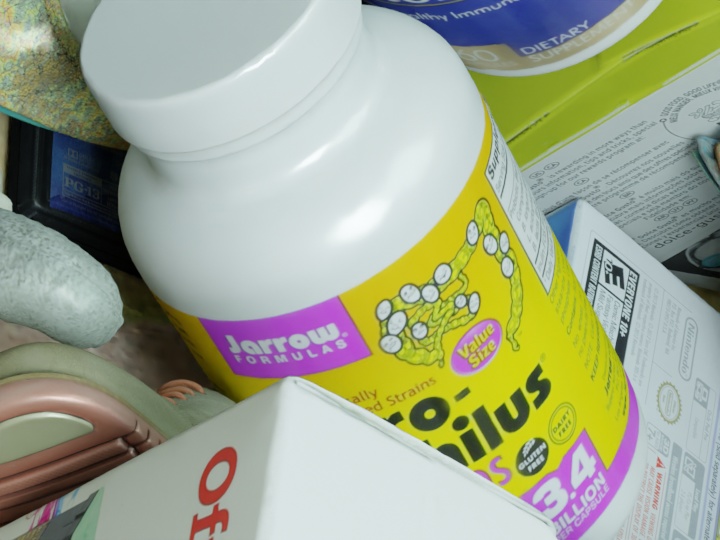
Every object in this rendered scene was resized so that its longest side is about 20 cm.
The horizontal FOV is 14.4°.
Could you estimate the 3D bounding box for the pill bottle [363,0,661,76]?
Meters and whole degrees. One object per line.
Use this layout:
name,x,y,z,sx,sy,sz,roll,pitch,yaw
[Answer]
pill bottle,0.014,-0.139,0.806,0.200,0.115,0.116,31,45,-58

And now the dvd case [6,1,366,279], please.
dvd case,-0.046,-0.081,0.894,0.142,0.018,0.201,23,54,-36

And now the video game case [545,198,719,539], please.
video game case,0.103,0.107,0.922,0.181,0.045,0.201,38,46,-25

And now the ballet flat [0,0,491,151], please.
ballet flat,-0.040,-0.063,0.826,0.199,0.071,0.071,22,54,-37

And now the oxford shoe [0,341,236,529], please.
oxford shoe,-0.058,0.059,0.729,0.200,0.070,0.074,62,15,-59

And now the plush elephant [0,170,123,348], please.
plush elephant,-0.127,-0.024,0.686,0.155,0.199,0.165,56,49,-41

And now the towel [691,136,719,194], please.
towel,0.193,0.044,0.902,0.146,0.022,0.200,24,28,-52

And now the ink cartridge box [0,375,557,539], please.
ink cartridge box,-0.057,0.130,0.623,0.084,0.200,0.146,32,48,-31

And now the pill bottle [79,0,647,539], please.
pill bottle,0.000,0.000,0.784,0.200,0.104,0.105,59,35,-38

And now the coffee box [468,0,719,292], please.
coffee box,0.141,-0.128,0.975,0.197,0.200,0.201,12,59,-42
